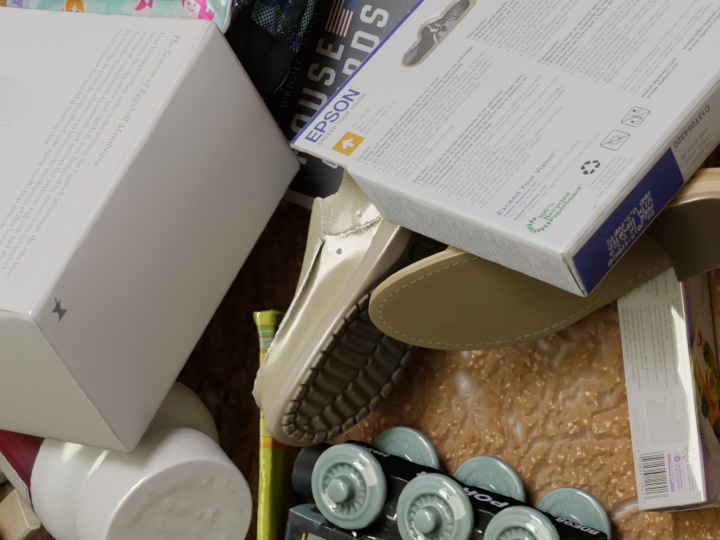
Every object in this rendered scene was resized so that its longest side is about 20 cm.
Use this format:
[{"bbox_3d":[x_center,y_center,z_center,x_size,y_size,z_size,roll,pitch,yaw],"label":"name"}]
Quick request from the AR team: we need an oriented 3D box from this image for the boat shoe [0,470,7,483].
[{"bbox_3d":[-0.222,0.025,1.697,0.073,0.065,0.201,4,87,29],"label":"boat shoe"}]

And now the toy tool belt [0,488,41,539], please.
[{"bbox_3d":[-0.230,0.222,1.653,0.122,0.125,0.201,-3,84,37],"label":"toy tool belt"}]

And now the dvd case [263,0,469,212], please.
[{"bbox_3d":[0.029,-0.091,1.594,0.199,0.025,0.151,21,95,28],"label":"dvd case"}]

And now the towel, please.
[{"bbox_3d":[-0.049,0.122,1.581,0.018,0.086,0.201,0,86,9],"label":"towel"}]

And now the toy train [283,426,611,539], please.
[{"bbox_3d":[0.046,0.157,1.534,0.199,0.085,0.115,18,106,27],"label":"toy train"}]

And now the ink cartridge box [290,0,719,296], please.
[{"bbox_3d":[0.097,-0.092,1.480,0.200,0.043,0.196,23,63,44],"label":"ink cartridge box"}]

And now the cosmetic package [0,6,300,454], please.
[{"bbox_3d":[-0.173,-0.027,1.542,0.199,0.123,0.200,7,55,36],"label":"cosmetic package"}]

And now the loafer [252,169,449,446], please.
[{"bbox_3d":[0.000,0.000,1.545,0.068,0.076,0.201,26,82,39],"label":"loafer"}]

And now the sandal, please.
[{"bbox_3d":[0.105,-0.022,1.491,0.211,0.078,0.070,-18,45,23],"label":"sandal"}]

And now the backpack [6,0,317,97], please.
[{"bbox_3d":[-0.099,-0.211,1.599,0.177,0.151,0.201,10,69,34],"label":"backpack"}]

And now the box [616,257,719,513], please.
[{"bbox_3d":[0.158,0.024,1.503,0.041,0.039,0.201,-11,80,28],"label":"box"}]

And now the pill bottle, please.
[{"bbox_3d":[-0.144,0.088,1.591,0.110,0.109,0.200,-59,42,12],"label":"pill bottle"}]
